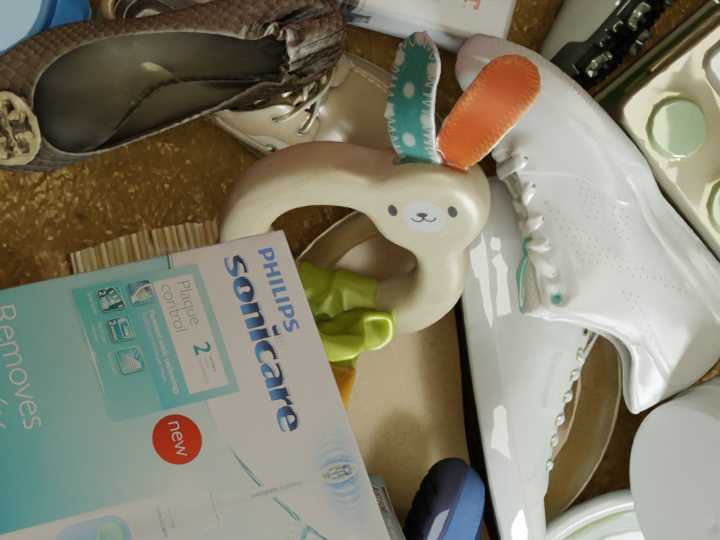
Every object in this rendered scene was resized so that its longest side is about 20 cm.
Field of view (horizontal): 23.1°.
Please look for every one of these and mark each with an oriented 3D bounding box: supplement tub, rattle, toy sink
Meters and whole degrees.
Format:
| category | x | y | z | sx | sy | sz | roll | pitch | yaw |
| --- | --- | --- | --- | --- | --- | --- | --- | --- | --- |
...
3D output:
| category | x | y | z | sx | sy | sz | roll | pitch | yaw |
| --- | --- | --- | --- | --- | --- | --- | --- | --- | --- |
| supplement tub | 0.252 | 0.094 | 0.896 | 0.199 | 0.132 | 0.133 | -20 | 97 | -29 |
| rattle | 0.000 | 0.000 | 0.809 | 0.130 | 0.200 | 0.143 | 46 | 46 | -11 |
| toy sink | 0.195 | -0.075 | 0.871 | 0.130 | 0.200 | 0.112 | -39 | 98 | -3 |

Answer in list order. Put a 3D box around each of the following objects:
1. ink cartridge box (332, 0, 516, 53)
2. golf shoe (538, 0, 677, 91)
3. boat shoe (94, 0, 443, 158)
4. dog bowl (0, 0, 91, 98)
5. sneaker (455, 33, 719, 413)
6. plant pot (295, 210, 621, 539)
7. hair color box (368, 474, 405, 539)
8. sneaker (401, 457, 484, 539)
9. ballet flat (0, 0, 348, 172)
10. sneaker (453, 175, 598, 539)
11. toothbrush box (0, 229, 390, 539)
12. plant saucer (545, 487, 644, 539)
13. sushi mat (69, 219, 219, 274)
| category | x | y | z | sx | sy | sz | roll | pitch | yaw |
| --- | --- | --- | --- | --- | --- | --- | --- | --- | --- |
| ink cartridge box | -0.007 | -0.204 | 0.892 | 0.199 | 0.083 | 0.146 | 14 | 91 | -7 |
| golf shoe | 0.139 | -0.183 | 0.930 | 0.088 | 0.077 | 0.201 | 32 | 87 | 11 |
| boat shoe | -0.044 | -0.092 | 0.905 | 0.199 | 0.065 | 0.072 | 22 | 91 | -9 |
| dog bowl | -0.179 | -0.180 | 0.889 | 0.111 | 0.050 | 0.201 | 14 | 91 | -9 |
| sneaker | 0.100 | -0.020 | 0.850 | 0.088 | 0.075 | 0.200 | -40 | 94 | -5 |
| plant pot | 0.041 | 0.056 | 0.946 | 0.198 | 0.027 | 0.202 | -1 | 94 | -7 |
| hair color box | -0.028 | 0.210 | 0.881 | 0.060 | 0.099 | 0.201 | 8 | 110 | -15 |
| sneaker | 0.051 | 0.193 | 0.890 | 0.082 | 0.074 | 0.202 | 5 | 100 | 1 |
| ballet flat | -0.102 | -0.090 | 0.847 | 0.199 | 0.046 | 0.068 | -14 | 115 | 5 |
| sneaker | 0.093 | 0.051 | 0.902 | 0.084 | 0.073 | 0.202 | -5 | 93 | -5 |
| toothbrush box | -0.109 | 0.082 | 0.739 | 0.199 | 0.085 | 0.147 | -11 | 73 | -26 |
| plant saucer | 0.153 | 0.213 | 0.960 | 0.199 | 0.050 | 0.202 | 0 | 93 | -8 |
| sushi mat | -0.088 | 0.076 | 0.923 | 0.095 | 0.012 | 0.201 | -10 | 95 | 15 |
